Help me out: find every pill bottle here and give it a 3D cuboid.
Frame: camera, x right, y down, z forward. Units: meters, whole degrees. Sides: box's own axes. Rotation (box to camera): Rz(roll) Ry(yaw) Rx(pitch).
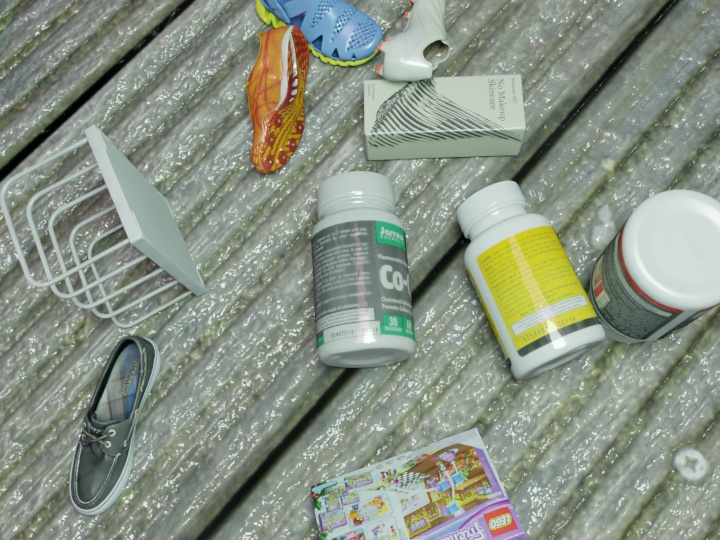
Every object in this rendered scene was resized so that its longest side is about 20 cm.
[{"bbox_3d":[0.181,0.008,0.808,0.109,0.112,0.204,-21,72,-4],"label":"pill bottle"},{"bbox_3d":[0.000,0.000,0.821,0.110,0.113,0.205,-5,72,2],"label":"pill bottle"},{"bbox_3d":[0.305,0.008,0.752,0.113,0.201,0.119,-1,72,3],"label":"pill bottle"}]

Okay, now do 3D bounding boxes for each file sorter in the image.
[{"bbox_3d":[-0.281,-0.033,0.809,0.123,0.200,0.141,-28,72,-1],"label":"file sorter"}]

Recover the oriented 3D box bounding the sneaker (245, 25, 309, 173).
[{"bbox_3d":[-0.114,-0.217,0.935,0.076,0.073,0.205,-3,69,30],"label":"sneaker"}]

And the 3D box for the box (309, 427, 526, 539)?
[{"bbox_3d":[0.054,0.254,0.738,0.196,0.040,0.138,-18,36,-2],"label":"box"}]

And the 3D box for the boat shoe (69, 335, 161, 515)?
[{"bbox_3d":[-0.280,0.169,0.809,0.068,0.066,0.204,17,74,9],"label":"boat shoe"}]

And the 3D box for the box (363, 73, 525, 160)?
[{"bbox_3d":[0.102,-0.190,0.900,0.195,0.069,0.084,-3,70,3],"label":"box"}]

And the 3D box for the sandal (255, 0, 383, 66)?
[{"bbox_3d":[-0.059,-0.341,0.952,0.197,0.087,0.081,27,73,10],"label":"sandal"}]

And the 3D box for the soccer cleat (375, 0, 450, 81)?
[{"bbox_3d":[0.084,-0.293,0.911,0.076,0.070,0.202,15,47,15],"label":"soccer cleat"}]
